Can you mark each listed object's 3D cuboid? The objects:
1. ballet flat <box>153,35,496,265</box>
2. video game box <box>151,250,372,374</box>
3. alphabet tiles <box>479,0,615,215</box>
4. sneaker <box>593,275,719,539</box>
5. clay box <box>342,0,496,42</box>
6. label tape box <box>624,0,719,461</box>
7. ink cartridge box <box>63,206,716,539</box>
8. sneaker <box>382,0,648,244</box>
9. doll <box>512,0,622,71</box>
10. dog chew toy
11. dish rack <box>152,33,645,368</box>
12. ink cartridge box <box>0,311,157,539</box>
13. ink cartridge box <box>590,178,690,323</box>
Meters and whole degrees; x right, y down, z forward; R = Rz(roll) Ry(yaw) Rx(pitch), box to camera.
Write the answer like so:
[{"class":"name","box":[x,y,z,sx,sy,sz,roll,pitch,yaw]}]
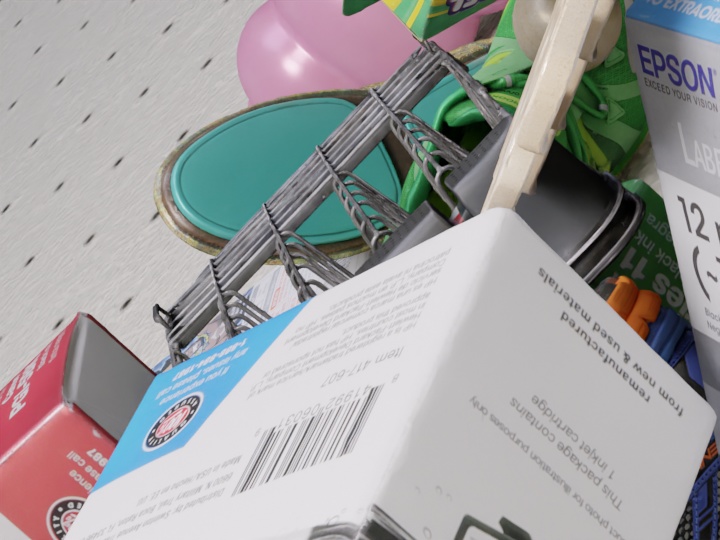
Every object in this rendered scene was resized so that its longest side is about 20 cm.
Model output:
[{"class":"ballet flat","box":[0.006,-0.042,1.061,0.199,0.071,0.071,-21,7,-24]},{"class":"video game box","box":[-0.050,0.076,1.076,0.182,0.047,0.200,-37,21,24]},{"class":"alphabet tiles","box":[0.068,-0.099,0.664,0.200,0.015,0.197,109,-178,-66]},{"class":"sneaker","box":[0.068,0.101,0.708,0.075,0.078,0.201,114,175,-74]},{"class":"clay box","box":[0.061,-0.154,0.842,0.115,0.048,0.201,-31,-24,-28]},{"class":"label tape box","box":[0.123,-0.023,0.586,0.066,0.201,0.143,-25,24,-19]},{"class":"ink cartridge box","box":[-0.019,0.101,0.616,0.146,0.084,0.201,-25,30,46]},{"class":"sneaker","box":[0.067,-0.051,1.001,0.201,0.074,0.084,-63,-3,-17]},{"class":"doll","box":[0.121,-0.155,0.969,0.200,0.048,0.136,-51,20,-9]},{"class":"dog chew toy","box":[0.015,-0.142,1.271,0.200,0.124,0.125,-51,16,18]},{"class":"dish rack","box":[0.000,0.000,0.838,0.153,0.055,0.200,-45,15,4]},{"class":"ink cartridge box","box":[-0.116,0.138,0.932,0.200,0.147,0.083,-42,17,14]},{"class":"ink cartridge box","box":[0.026,0.081,0.825,0.201,0.083,0.146,-56,19,-22]}]
